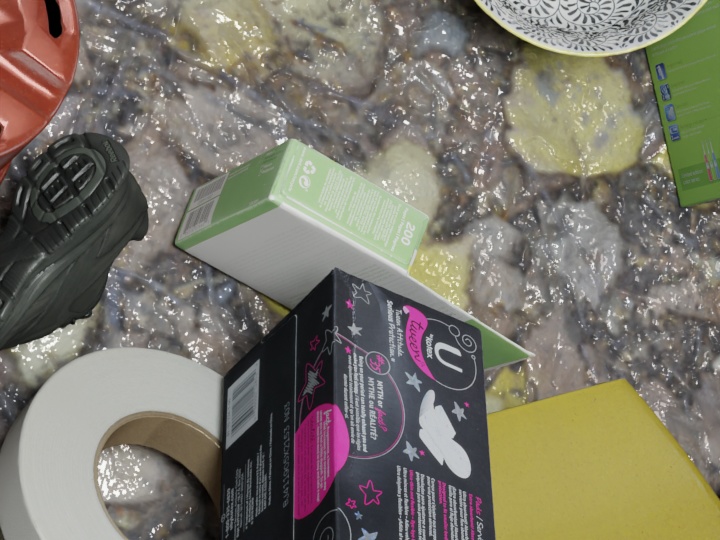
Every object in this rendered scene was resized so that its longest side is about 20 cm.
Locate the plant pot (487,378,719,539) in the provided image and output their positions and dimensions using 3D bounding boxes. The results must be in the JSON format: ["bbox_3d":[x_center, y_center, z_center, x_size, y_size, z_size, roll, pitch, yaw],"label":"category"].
[{"bbox_3d":[0.114,0.179,1.335,0.199,0.200,0.178,-12,77,-27],"label":"plant pot"}]

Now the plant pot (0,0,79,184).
[{"bbox_3d":[-0.254,-0.116,1.174,0.199,0.195,0.203,3,82,-27],"label":"plant pot"}]

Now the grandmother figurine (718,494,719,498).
[{"bbox_3d":[0.301,0.171,1.498,0.121,0.060,0.202,-1,86,-36],"label":"grandmother figurine"}]

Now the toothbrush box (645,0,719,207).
[{"bbox_3d":[0.274,-0.157,1.476,0.086,0.145,0.202,-13,89,-28],"label":"toothbrush box"}]

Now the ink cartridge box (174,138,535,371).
[{"bbox_3d":[0.000,0.000,1.316,0.199,0.145,0.048,29,67,-21],"label":"ink cartridge box"}]

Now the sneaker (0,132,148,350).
[{"bbox_3d":[-0.199,0.014,1.253,0.200,0.076,0.091,-42,147,-6],"label":"sneaker"}]

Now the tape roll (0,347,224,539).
[{"bbox_3d":[-0.117,0.139,1.250,0.202,0.037,0.204,21,46,-23],"label":"tape roll"}]

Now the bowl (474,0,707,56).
[{"bbox_3d":[0.148,-0.235,1.436,0.199,0.094,0.203,0,84,-2],"label":"bowl"}]

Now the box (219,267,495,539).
[{"bbox_3d":[-0.003,0.127,1.223,0.114,0.132,0.201,23,44,-26],"label":"box"}]
